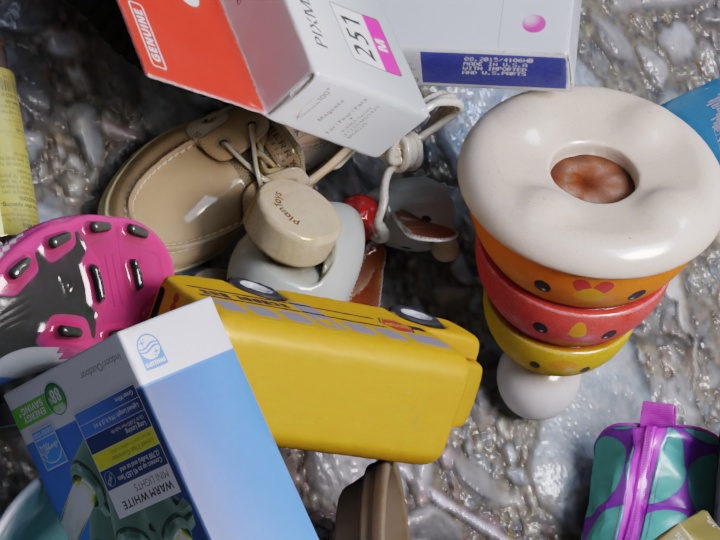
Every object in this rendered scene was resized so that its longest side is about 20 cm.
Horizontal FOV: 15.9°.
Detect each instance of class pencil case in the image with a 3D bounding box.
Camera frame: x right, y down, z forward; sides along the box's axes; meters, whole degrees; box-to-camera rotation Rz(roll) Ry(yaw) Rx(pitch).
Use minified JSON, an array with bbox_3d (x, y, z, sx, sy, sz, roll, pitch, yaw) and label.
[{"bbox_3d":[0.155,0.182,1.455,0.092,0.085,0.200,63,36,-48],"label":"pencil case"}]

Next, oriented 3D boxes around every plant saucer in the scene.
[{"bbox_3d":[0.009,0.194,1.298,0.029,0.200,0.200,-4,70,4],"label":"plant saucer"}]

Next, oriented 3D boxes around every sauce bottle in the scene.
[{"bbox_3d":[-0.189,-0.017,1.278,0.065,0.065,0.200,-3,75,-39],"label":"sauce bottle"}]

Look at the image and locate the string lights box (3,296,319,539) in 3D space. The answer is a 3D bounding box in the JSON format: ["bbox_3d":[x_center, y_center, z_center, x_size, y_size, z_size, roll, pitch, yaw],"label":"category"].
[{"bbox_3d":[-0.073,0.124,1.150,0.059,0.103,0.200,-22,86,-42],"label":"string lights box"}]

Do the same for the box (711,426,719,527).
[{"bbox_3d":[0.263,0.180,1.469,0.148,0.107,0.200,41,54,-64],"label":"box"}]

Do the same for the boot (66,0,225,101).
[{"bbox_3d":[-0.107,-0.191,1.385,0.200,0.077,0.138,36,50,-5],"label":"boot"}]

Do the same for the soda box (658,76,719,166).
[{"bbox_3d":[0.170,-0.053,1.484,0.068,0.200,0.064,-9,80,-42],"label":"soda box"}]

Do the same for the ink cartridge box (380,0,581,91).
[{"bbox_3d":[0.028,-0.191,1.446,0.196,0.043,0.200,2,57,8],"label":"ink cartridge box"}]

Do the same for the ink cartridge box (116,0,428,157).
[{"bbox_3d":[-0.065,-0.164,1.320,0.173,0.044,0.200,17,42,-49],"label":"ink cartridge box"}]

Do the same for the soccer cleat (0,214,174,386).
[{"bbox_3d":[-0.179,0.023,1.211,0.200,0.086,0.070,-25,102,-43],"label":"soccer cleat"}]

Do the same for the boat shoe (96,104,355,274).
[{"bbox_3d":[-0.061,-0.062,1.396,0.200,0.064,0.071,-38,97,-41],"label":"boat shoe"}]

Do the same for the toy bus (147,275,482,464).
[{"bbox_3d":[-0.018,0.051,1.271,0.200,0.078,0.065,11,102,-40],"label":"toy bus"}]

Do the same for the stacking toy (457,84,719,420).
[{"bbox_3d":[0.117,0.010,1.435,0.146,0.200,0.146,4,44,-4],"label":"stacking toy"}]

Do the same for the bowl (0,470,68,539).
[{"bbox_3d":[-0.121,0.191,1.222,0.201,0.105,0.201,15,64,-34],"label":"bowl"}]

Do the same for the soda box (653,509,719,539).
[{"bbox_3d":[0.212,0.224,1.349,0.200,0.068,0.064,52,17,11],"label":"soda box"}]

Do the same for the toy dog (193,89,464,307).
[{"bbox_3d":[0.000,0.000,1.394,0.200,0.132,0.096,-30,70,-32],"label":"toy dog"}]
